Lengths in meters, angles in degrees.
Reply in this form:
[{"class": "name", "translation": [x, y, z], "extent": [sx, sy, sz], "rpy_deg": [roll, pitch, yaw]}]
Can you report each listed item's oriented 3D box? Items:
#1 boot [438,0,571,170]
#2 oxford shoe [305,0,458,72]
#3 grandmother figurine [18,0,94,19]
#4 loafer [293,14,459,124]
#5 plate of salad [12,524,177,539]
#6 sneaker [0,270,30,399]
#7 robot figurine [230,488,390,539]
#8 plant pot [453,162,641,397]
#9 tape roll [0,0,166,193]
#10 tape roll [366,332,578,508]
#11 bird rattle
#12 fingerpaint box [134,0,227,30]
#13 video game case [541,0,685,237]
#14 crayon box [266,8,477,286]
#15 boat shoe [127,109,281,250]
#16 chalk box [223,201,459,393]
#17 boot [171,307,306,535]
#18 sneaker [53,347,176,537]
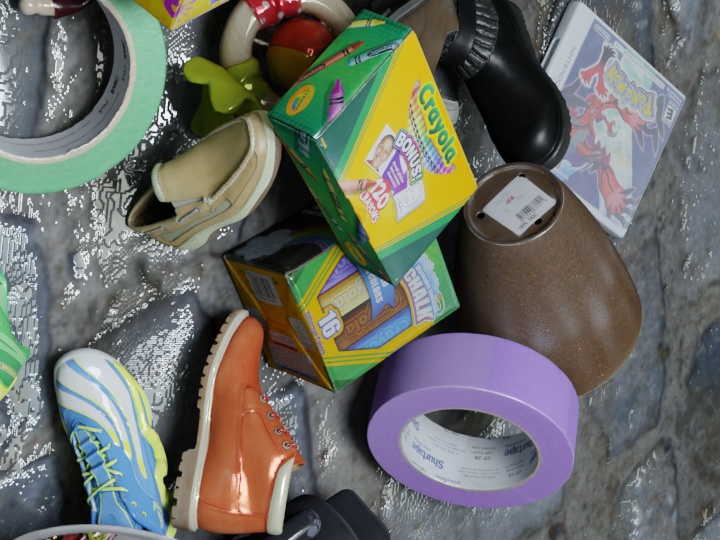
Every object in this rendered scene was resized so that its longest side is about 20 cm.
[{"class": "boot", "translation": [0.104, -0.193, 1.222], "extent": [0.157, 0.079, 0.212], "rpy_deg": [16, 46, -48]}, {"class": "oxford shoe", "translation": [0.025, -0.178, 1.098], "extent": [0.200, 0.072, 0.085], "rpy_deg": [-45, 111, -33]}, {"class": "grandmother figurine", "translation": [-0.237, -0.257, 1.043], "extent": [0.199, 0.060, 0.122], "rpy_deg": [24, 92, -32]}, {"class": "loafer", "translation": [0.015, -0.185, 1.221], "extent": [0.199, 0.070, 0.070], "rpy_deg": [15, 97, -35]}, {"class": "plate of salad", "translation": [-0.205, 0.267, 1.079], "extent": [0.200, 0.199, 0.048], "rpy_deg": [34, 42, -33]}, {"class": "sneaker", "translation": [-0.329, 0.011, 1.025], "extent": [0.084, 0.074, 0.201], "rpy_deg": [-49, 121, -48]}, {"class": "robot figurine", "translation": [-0.068, 0.286, 1.209], "extent": [0.199, 0.124, 0.151], "rpy_deg": [-30, 110, -27]}, {"class": "plant pot", "translation": [0.164, -0.005, 1.241], "extent": [0.187, 0.186, 0.200], "rpy_deg": [-50, 146, -18]}, {"class": "tape roll", "translation": [-0.253, -0.161, 1.019], "extent": [0.199, 0.048, 0.202], "rpy_deg": [-12, 118, -23]}, {"class": "tape roll", "translation": [0.108, 0.148, 1.259], "extent": [0.200, 0.199, 0.066], "rpy_deg": [44, 42, -31]}, {"class": "bird rattle", "translation": [-0.073, -0.196, 1.129], "extent": [0.162, 0.113, 0.202], "rpy_deg": [18, 74, -15]}, {"class": "fingerpaint box", "translation": [-0.134, -0.291, 1.006], "extent": [0.167, 0.074, 0.200], "rpy_deg": [40, 43, 10]}, {"class": "video game case", "translation": [0.258, -0.161, 1.422], "extent": [0.199, 0.023, 0.183], "rpy_deg": [32, 79, -34]}, {"class": "crayon box", "translation": [0.015, -0.094, 1.052], "extent": [0.119, 0.058, 0.200], "rpy_deg": [-50, 143, -15]}, {"class": "boat shoe", "translation": [-0.134, -0.069, 1.065], "extent": [0.076, 0.200, 0.072], "rpy_deg": [6, 61, -30]}, {"class": "chalk box", "translation": [0.000, 0.000, 1.207], "extent": [0.199, 0.124, 0.125], "rpy_deg": [-31, 114, -25]}, {"class": "boot", "translation": [-0.096, 0.135, 1.156], "extent": [0.106, 0.075, 0.202], "rpy_deg": [8, 75, 4]}, {"class": "sneaker", "translation": [-0.202, 0.166, 1.098], "extent": [0.075, 0.105, 0.201], "rpy_deg": [-21, 113, 1]}]
